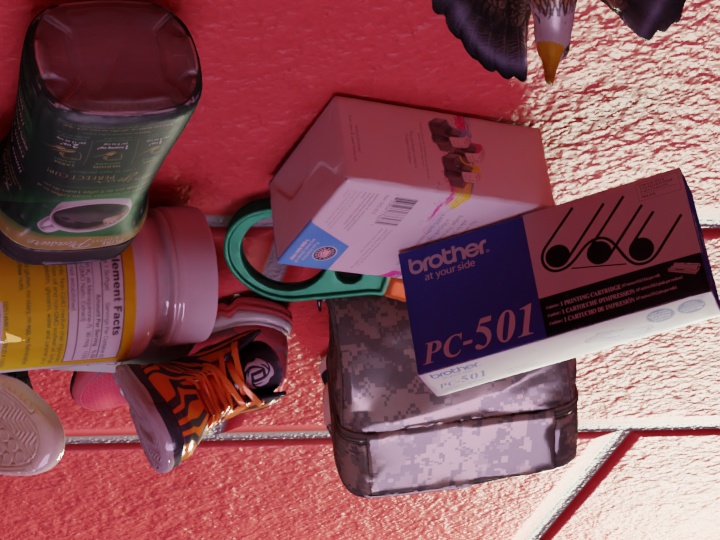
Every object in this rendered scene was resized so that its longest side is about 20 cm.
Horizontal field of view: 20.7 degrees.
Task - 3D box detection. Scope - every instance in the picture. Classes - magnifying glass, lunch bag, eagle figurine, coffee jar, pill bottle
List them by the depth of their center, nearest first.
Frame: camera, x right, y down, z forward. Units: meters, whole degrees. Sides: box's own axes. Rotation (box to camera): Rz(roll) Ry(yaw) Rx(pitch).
[{"bbox_3d":[0.106,-0.175,1.079,0.151,0.151,0.200,33,-172,6],"label":"eagle figurine"},{"bbox_3d":[-0.169,-0.078,1.207,0.104,0.086,0.200,-4,154,-23],"label":"coffee jar"},{"bbox_3d":[-0.204,0.010,1.333,0.199,0.115,0.114,-4,154,-22],"label":"pill bottle"},{"bbox_3d":[0.000,0.000,1.402,0.199,0.022,0.080,17,125,-3],"label":"magnifying glass"},{"bbox_3d":[0.068,0.061,1.487,0.199,0.140,0.169,-6,125,-1],"label":"lunch bag"}]

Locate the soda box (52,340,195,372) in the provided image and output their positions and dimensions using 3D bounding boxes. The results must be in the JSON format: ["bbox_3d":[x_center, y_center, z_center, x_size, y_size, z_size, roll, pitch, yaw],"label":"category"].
[{"bbox_3d":[-0.221,0.029,1.426,0.199,0.069,0.064,5,151,-22],"label":"soda box"}]

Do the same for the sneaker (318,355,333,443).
[{"bbox_3d":[0.065,0.094,1.618,0.199,0.081,0.076,-16,151,13],"label":"sneaker"}]

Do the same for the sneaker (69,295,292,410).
[{"bbox_3d":[-0.144,0.086,1.538,0.199,0.087,0.074,-19,150,22],"label":"sneaker"}]

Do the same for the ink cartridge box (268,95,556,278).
[{"bbox_3d":[0.051,-0.048,1.342,0.199,0.068,0.115,7,149,-26],"label":"ink cartridge box"}]

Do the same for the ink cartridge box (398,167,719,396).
[{"bbox_3d":[0.129,0.009,1.297,0.199,0.095,0.044,-18,150,14],"label":"ink cartridge box"}]

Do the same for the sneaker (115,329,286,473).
[{"bbox_3d":[-0.108,0.080,1.368,0.111,0.078,0.200,-20,-172,-7],"label":"sneaker"}]

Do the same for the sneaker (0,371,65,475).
[{"bbox_3d":[-0.269,0.101,1.479,0.199,0.077,0.111,10,-172,36],"label":"sneaker"}]
